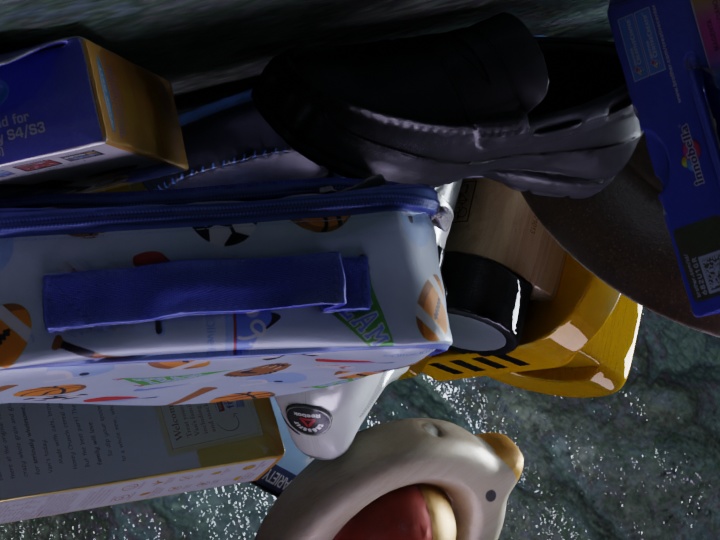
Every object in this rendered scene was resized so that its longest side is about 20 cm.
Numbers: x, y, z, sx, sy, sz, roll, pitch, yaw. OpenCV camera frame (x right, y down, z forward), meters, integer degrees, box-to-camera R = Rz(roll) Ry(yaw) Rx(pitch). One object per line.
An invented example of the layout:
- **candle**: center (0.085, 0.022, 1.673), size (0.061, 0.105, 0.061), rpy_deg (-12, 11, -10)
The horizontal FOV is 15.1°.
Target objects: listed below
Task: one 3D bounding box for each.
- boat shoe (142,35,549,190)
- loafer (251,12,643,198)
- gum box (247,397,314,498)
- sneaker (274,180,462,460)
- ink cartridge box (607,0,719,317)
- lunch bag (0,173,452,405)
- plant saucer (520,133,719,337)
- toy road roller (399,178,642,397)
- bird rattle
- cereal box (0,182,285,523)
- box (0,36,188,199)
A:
- **boat shoe**: center (0.006, -0.051, 1.142), size (0.199, 0.069, 0.084), rpy_deg (-13, 177, -17)
- **loafer**: center (0.041, -0.072, 1.074), size (0.200, 0.068, 0.071), rpy_deg (1, 129, -44)
- **gum box**: center (-0.086, 0.050, 1.289), size (0.200, 0.045, 0.170), rpy_deg (32, 178, 34)
- **sneaker**: center (0.000, 0.000, 1.213), size (0.074, 0.089, 0.200), rpy_deg (12, -135, 16)
- **ink cartridge box**: center (0.183, -0.060, 1.117), size (0.076, 0.137, 0.199), rpy_deg (-20, 174, 43)
- **lunch bag**: center (-0.064, 0.007, 0.975), size (0.199, 0.076, 0.160), rpy_deg (-5, 175, -10)
- **plant saucer**: center (0.165, -0.048, 1.234), size (0.200, 0.201, 0.037), rpy_deg (-12, 140, -33)
- **toy road roller**: center (0.051, 0.004, 1.334), size (0.146, 0.123, 0.199), rpy_deg (31, 153, -36)
- **bird rattle**: center (-0.006, 0.134, 1.229), size (0.199, 0.164, 0.113), rpy_deg (8, -153, -32)
- **cereal box**: center (-0.142, 0.030, 1.115), size (0.199, 0.145, 0.040), rpy_deg (-6, 160, -29)
- **box**: center (-0.133, -0.043, 0.934), size (0.118, 0.042, 0.200), rpy_deg (-13, 180, 5)
